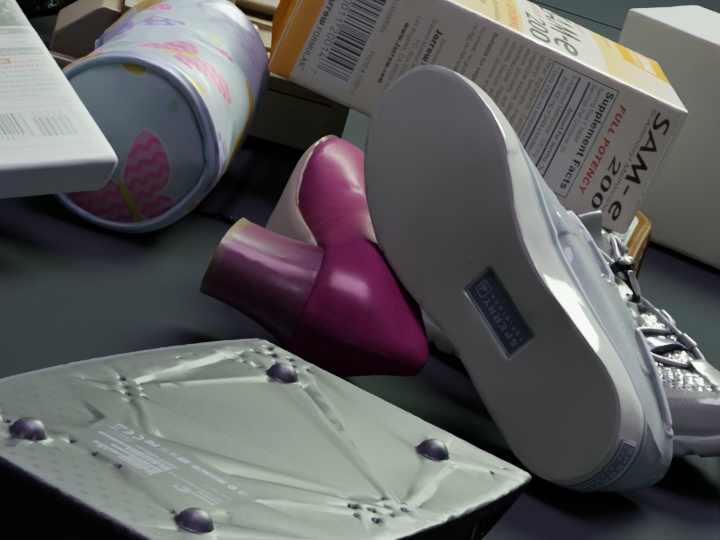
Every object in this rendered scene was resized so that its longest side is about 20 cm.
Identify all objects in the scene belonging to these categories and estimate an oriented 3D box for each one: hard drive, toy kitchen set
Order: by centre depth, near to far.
[{"bbox_3d":[-0.043,0.071,0.853,0.134,0.043,0.200,25,17,25],"label":"hard drive"},{"bbox_3d":[-0.073,-0.185,1.467,0.162,0.182,0.200,14,16,-8],"label":"toy kitchen set"}]

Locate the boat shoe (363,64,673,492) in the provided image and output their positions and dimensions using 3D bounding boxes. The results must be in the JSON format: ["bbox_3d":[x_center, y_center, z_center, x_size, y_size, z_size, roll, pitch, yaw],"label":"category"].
[{"bbox_3d":[0.065,0.007,1.070,0.071,0.070,0.202,24,34,-54],"label":"boat shoe"}]

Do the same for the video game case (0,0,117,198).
[{"bbox_3d":[-0.221,-0.095,1.076,0.199,0.023,0.182,-7,52,-42],"label":"video game case"}]

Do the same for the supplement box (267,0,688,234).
[{"bbox_3d":[0.057,-0.104,1.344,0.199,0.074,0.126,24,14,-8],"label":"supplement box"}]

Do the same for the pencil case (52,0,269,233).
[{"bbox_3d":[-0.096,-0.079,1.247,0.090,0.084,0.200,24,15,-3],"label":"pencil case"}]

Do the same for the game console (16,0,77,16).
[{"bbox_3d":[-0.179,-0.223,1.596,0.171,0.119,0.200,22,15,15],"label":"game console"}]

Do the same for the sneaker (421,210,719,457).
[{"bbox_3d":[0.092,0.017,1.121,0.199,0.082,0.075,29,19,36],"label":"sneaker"}]

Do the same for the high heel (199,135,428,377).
[{"bbox_3d":[0.000,0.000,1.135,0.096,0.068,0.200,27,23,5],"label":"high heel"}]

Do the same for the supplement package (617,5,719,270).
[{"bbox_3d":[0.239,-0.061,1.495,0.199,0.122,0.120,25,17,22],"label":"supplement package"}]

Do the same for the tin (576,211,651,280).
[{"bbox_3d":[0.085,-0.016,1.325,0.111,0.042,0.200,16,15,8],"label":"tin"}]
